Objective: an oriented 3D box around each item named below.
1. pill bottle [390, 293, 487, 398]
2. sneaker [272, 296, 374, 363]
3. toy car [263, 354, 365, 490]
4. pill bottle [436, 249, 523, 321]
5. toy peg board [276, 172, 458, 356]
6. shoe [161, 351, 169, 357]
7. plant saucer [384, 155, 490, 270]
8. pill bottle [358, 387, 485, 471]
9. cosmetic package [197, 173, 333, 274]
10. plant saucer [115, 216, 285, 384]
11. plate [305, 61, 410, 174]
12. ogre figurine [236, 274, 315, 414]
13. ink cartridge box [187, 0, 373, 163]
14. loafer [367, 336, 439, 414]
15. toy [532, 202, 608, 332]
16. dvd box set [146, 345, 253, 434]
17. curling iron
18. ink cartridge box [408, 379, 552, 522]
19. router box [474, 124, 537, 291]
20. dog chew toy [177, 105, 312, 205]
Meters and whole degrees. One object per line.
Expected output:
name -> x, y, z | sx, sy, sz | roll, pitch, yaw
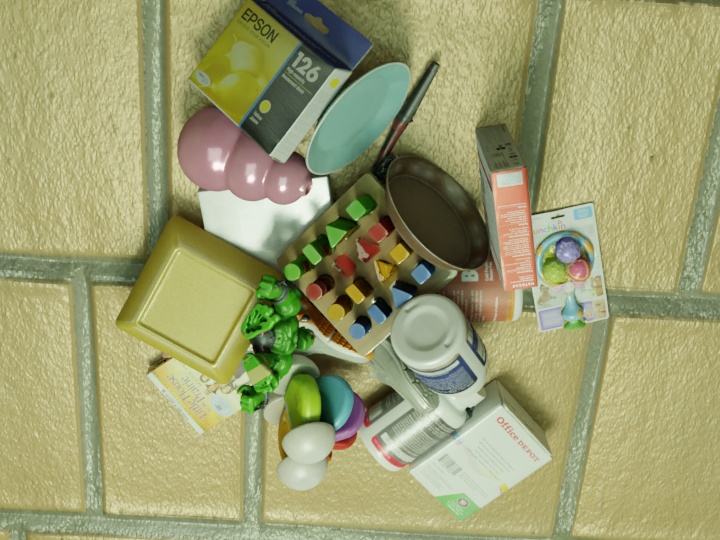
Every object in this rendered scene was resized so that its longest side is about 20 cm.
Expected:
pill bottle -> 0.125, 0.121, 1.446 | 0.111, 0.111, 0.200 | -24, 149, 10
sneaker -> -0.069, 0.104, 1.548 | 0.199, 0.076, 0.092 | 25, 132, 17
toy car -> -0.067, 0.237, 1.548 | 0.149, 0.175, 0.200 | -5, 141, -16
pill bottle -> 0.144, 0.024, 1.503 | 0.199, 0.112, 0.113 | -2, 114, 0
toy peg board -> 0.000, 0.000, 1.416 | 0.200, 0.098, 0.199 | -43, 89, 17
shoe -> -0.230, 0.078, 1.535 | 0.199, 0.071, 0.091 | -13, 87, 11
plant saucer -> 0.106, -0.077, 1.420 | 0.200, 0.201, 0.034 | 39, 126, -16
pill bottle -> 0.102, 0.230, 1.594 | 0.200, 0.111, 0.111 | -38, 109, 16
cosmetic package -> -0.137, -0.069, 1.495 | 0.199, 0.052, 0.151 | -6, 112, 2
plant saucer -> -0.245, 0.051, 1.469 | 0.199, 0.048, 0.200 | 29, 99, -5
plate -> -0.008, -0.218, 1.370 | 0.026, 0.200, 0.200 | 45, 110, 16
ogre figurine -> -0.128, 0.097, 1.427 | 0.098, 0.120, 0.201 | -5, 100, 22
ink cartridge box -> -0.113, -0.282, 1.324 | 0.198, 0.047, 0.200 | 43, 102, 29
loafer -> 0.049, 0.151, 1.544 | 0.200, 0.070, 0.070 | 52, 122, 23
toy -> 0.326, 0.004, 1.529 | 0.115, 0.047, 0.201 | -12, 114, 3
dvd box set -> -0.230, 0.167, 1.610 | 0.200, 0.029, 0.147 | -32, 110, 13
curling iron -> 0.070, -0.215, 1.441 | 0.050, 0.026, 0.201 | 35, 110, 25
ink cartridge box -> 0.199, 0.303, 1.640 | 0.200, 0.088, 0.145 | -38, 110, 17
router box -> 0.208, -0.095, 1.404 | 0.049, 0.200, 0.180 | -9, 115, 4
dog chew toy -> -0.161, -0.156, 1.397 | 0.199, 0.125, 0.125 | 25, 113, 13
